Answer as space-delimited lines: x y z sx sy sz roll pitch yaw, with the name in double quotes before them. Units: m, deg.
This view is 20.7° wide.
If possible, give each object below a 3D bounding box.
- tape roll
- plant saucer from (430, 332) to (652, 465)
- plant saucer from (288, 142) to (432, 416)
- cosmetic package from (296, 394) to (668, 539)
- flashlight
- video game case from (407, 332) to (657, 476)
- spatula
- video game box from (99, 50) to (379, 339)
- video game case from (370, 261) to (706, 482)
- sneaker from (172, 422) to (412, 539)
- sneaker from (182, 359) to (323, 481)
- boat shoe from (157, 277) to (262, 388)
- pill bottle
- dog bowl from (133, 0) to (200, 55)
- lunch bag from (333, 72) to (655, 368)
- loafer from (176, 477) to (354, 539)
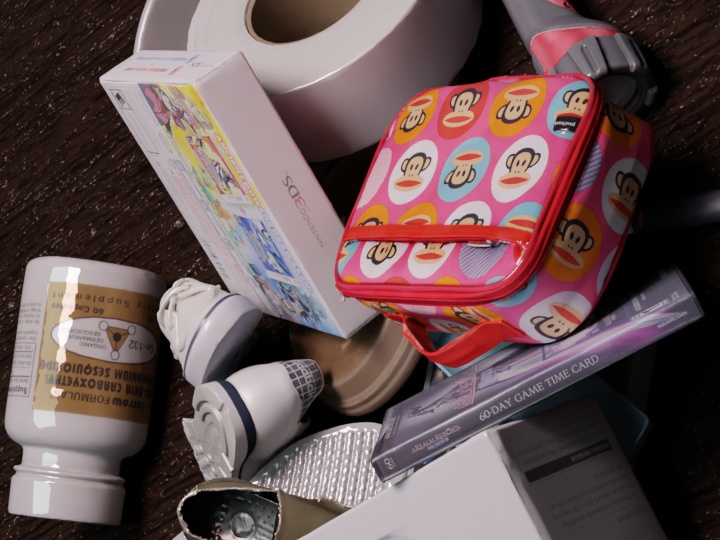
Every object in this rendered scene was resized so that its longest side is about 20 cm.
"tape roll" -0.018 -0.172 1.360 0.202 0.071 0.203 -20 42 20
"plant saucer" 0.108 0.069 1.227 0.200 0.019 0.070 44 113 46
"plant saucer" 0.000 0.000 1.361 0.200 0.029 0.201 -35 48 53
"cosmetic package" 0.080 0.209 1.131 0.199 0.123 0.201 -33 77 36
"flashlight" 0.127 -0.176 1.274 0.068 0.067 0.201 -50 43 34
"video game case" 0.100 0.122 1.254 0.181 0.023 0.201 9 88 49
"spatula" 0.162 -0.025 1.222 0.199 0.020 0.057 -14 69 45
"video game box" -0.081 -0.056 1.324 0.047 0.201 0.182 -36 21 -16
"video game case" 0.101 0.055 1.134 0.199 0.143 0.019 -27 94 7
"sneaker" -0.044 0.174 1.369 0.199 0.079 0.079 -31 62 12
"sneaker" -0.076 0.115 1.398 0.077 0.080 0.200 60 161 8
"boat shoe" -0.115 0.040 1.401 0.071 0.070 0.200 -53 -3 -4
"pill bottle" -0.221 0.096 1.554 0.114 0.114 0.201 -1 80 48
"dog bowl" -0.105 -0.175 1.537 0.200 0.058 0.201 -14 70 46
"lunch bag" 0.073 -0.026 1.186 0.200 0.082 0.177 1 63 55
"loafer" -0.036 0.183 1.281 0.199 0.070 0.076 10 85 22
